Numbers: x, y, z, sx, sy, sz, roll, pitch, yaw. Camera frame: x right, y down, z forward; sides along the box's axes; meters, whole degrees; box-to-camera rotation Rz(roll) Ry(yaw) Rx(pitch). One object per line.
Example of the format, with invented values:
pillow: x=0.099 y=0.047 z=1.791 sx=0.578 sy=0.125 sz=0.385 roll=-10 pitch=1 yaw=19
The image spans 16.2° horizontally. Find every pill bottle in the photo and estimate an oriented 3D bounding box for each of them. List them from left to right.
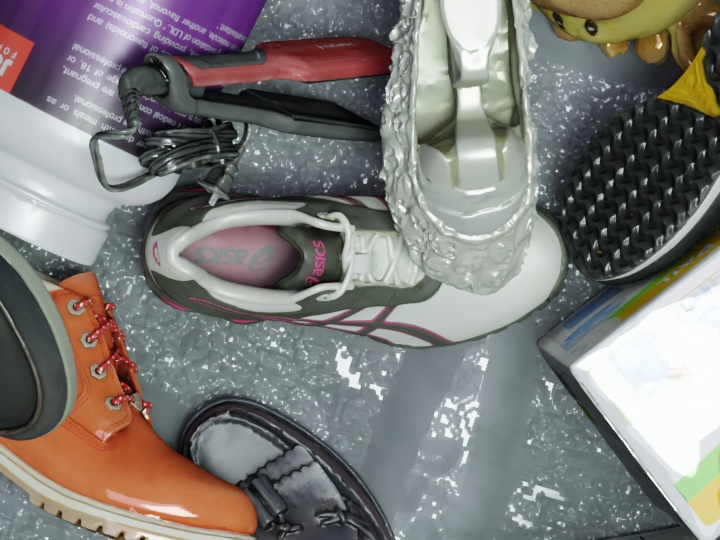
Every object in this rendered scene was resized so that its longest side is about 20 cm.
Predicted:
pill bottle: x=-0.109 y=-0.108 z=1.121 sx=0.112 sy=0.112 sz=0.200 roll=27 pitch=92 yaw=-5

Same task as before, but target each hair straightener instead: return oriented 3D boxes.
hair straightener: x=-0.051 y=-0.059 z=1.099 sx=0.041 sy=0.200 sz=0.077 roll=28 pitch=111 yaw=25

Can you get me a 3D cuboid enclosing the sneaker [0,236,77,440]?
sneaker: x=-0.205 y=0.008 z=1.051 sx=0.075 sy=0.106 sz=0.200 roll=-31 pitch=103 yaw=29

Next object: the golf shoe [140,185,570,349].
golf shoe: x=0.000 y=0.000 z=1.149 sx=0.199 sy=0.088 sz=0.077 roll=0 pitch=93 yaw=-4

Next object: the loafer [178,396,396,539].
loafer: x=-0.011 y=0.143 z=1.169 sx=0.072 sy=0.063 sz=0.200 roll=-37 pitch=95 yaw=1

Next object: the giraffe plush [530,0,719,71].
giraffe plush: x=0.111 y=-0.176 z=1.126 sx=0.200 sy=0.172 sz=0.163 roll=4 pitch=108 yaw=-38

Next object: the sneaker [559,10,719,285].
sneaker: x=0.174 y=-0.061 z=1.119 sx=0.090 sy=0.070 sz=0.200 roll=7 pitch=135 yaw=-39

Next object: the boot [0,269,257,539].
boot: x=-0.122 y=0.060 z=1.142 sx=0.200 sy=0.075 sz=0.107 roll=26 pitch=85 yaw=9

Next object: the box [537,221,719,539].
box: x=0.194 y=0.017 z=1.147 sx=0.200 sy=0.112 sz=0.101 roll=-38 pitch=96 yaw=-1

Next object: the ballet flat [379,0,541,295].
ballet flat: x=0.042 y=-0.077 z=1.072 sx=0.072 sy=0.072 sz=0.201 roll=-5 pitch=108 yaw=-3

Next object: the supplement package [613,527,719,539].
supplement package: x=0.207 y=0.193 z=1.133 sx=0.199 sy=0.151 sz=0.152 roll=-10 pitch=94 yaw=-2
